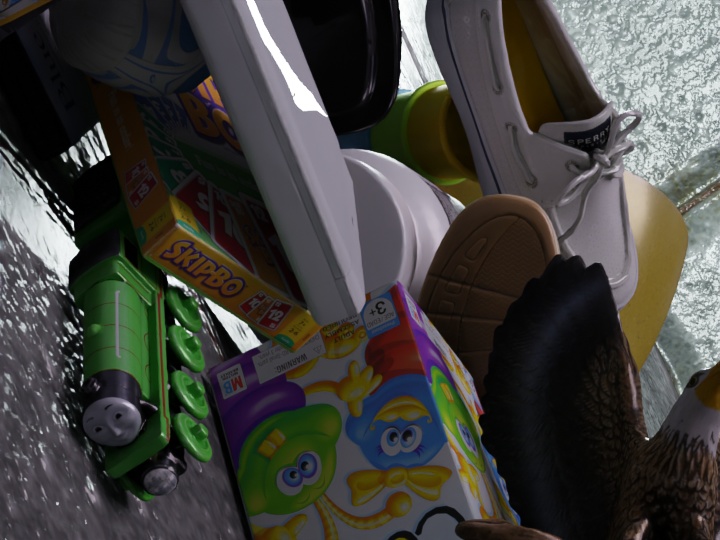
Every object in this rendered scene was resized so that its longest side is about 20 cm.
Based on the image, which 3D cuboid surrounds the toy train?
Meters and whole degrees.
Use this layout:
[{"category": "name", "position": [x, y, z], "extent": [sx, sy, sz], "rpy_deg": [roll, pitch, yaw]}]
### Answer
[{"category": "toy train", "position": [-0.093, 0.018, 1.178], "extent": [0.056, 0.042, 0.200], "rpy_deg": [48, 17, -29]}]

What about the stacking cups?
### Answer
[{"category": "stacking cups", "position": [0.014, -0.068, 1.602], "extent": [0.200, 0.060, 0.061], "rpy_deg": [-8, -68, 58]}]

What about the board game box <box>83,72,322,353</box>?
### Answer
[{"category": "board game box", "position": [-0.077, -0.056, 1.263], "extent": [0.095, 0.030, 0.200], "rpy_deg": [34, 20, -39]}]

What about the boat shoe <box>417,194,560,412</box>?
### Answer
[{"category": "boat shoe", "position": [0.062, 0.052, 1.421], "extent": [0.069, 0.073, 0.201], "rpy_deg": [-60, 159, -69]}]

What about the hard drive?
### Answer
[{"category": "hard drive", "position": [-0.045, -0.093, 1.205], "extent": [0.132, 0.026, 0.201], "rpy_deg": [-96, 167, -62]}]

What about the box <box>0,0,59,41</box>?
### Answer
[{"category": "box", "position": [-0.157, -0.208, 1.122], "extent": [0.132, 0.114, 0.201], "rpy_deg": [44, 20, -38]}]

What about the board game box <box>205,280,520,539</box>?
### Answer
[{"category": "board game box", "position": [0.017, 0.126, 1.295], "extent": [0.105, 0.103, 0.201], "rpy_deg": [51, 17, -52]}]

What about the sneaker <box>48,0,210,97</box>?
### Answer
[{"category": "sneaker", "position": [-0.113, -0.156, 1.252], "extent": [0.072, 0.072, 0.201], "rpy_deg": [24, 39, -48]}]

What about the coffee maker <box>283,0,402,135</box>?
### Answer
[{"category": "coffee maker", "position": [-0.025, -0.169, 1.533], "extent": [0.135, 0.191, 0.200], "rpy_deg": [59, 12, -26]}]

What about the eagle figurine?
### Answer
[{"category": "eagle figurine", "position": [0.133, 0.087, 1.251], "extent": [0.152, 0.151, 0.200], "rpy_deg": [49, 22, -16]}]

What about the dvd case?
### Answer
[{"category": "dvd case", "position": [-0.150, -0.132, 1.300], "extent": [0.143, 0.017, 0.200], "rpy_deg": [64, 10, -9]}]

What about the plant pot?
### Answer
[{"category": "plant pot", "position": [0.094, 0.034, 1.764], "extent": [0.200, 0.199, 0.143], "rpy_deg": [52, 41, -51]}]

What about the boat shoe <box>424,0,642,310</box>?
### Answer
[{"category": "boat shoe", "position": [0.109, -0.068, 1.492], "extent": [0.086, 0.074, 0.203], "rpy_deg": [-2, -66, 56]}]

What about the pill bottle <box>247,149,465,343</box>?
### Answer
[{"category": "pill bottle", "position": [0.000, 0.000, 1.471], "extent": [0.117, 0.116, 0.200], "rpy_deg": [67, 10, 12]}]
